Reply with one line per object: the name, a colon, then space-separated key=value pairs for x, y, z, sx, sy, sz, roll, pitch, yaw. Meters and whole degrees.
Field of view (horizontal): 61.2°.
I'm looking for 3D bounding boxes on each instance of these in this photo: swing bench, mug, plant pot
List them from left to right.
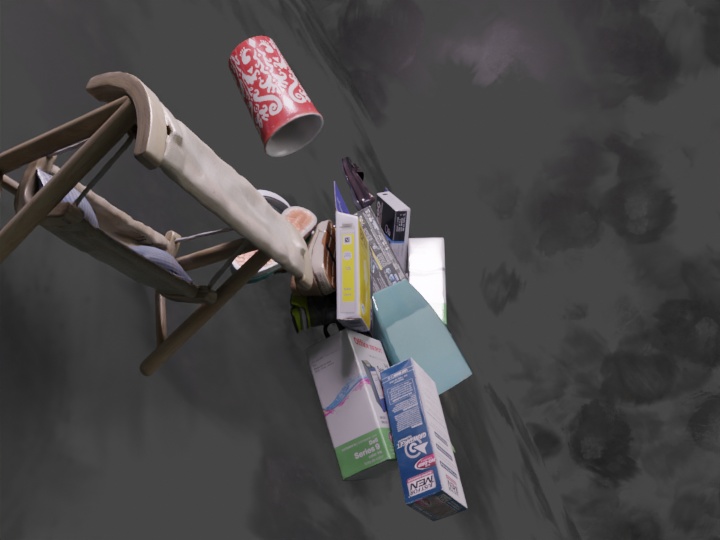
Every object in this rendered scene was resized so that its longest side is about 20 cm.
swing bench: x=-0.174 y=-0.036 z=0.504 sx=0.199 sy=0.197 sz=0.132 roll=44 pitch=22 yaw=-50
mug: x=-0.187 y=-0.342 z=1.237 sx=0.132 sy=0.177 sz=0.203 roll=-20 pitch=76 yaw=-39
plant pot: x=0.074 y=0.133 z=1.091 sx=0.139 sy=0.141 sz=0.204 roll=-21 pitch=82 yaw=-31

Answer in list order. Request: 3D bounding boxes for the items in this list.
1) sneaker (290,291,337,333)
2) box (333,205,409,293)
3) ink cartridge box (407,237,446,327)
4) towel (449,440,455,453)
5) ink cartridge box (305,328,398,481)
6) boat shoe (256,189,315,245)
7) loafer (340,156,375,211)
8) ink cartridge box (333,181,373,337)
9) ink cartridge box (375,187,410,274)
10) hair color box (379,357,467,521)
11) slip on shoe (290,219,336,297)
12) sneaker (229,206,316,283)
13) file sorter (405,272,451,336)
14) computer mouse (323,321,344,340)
sneaker: x=-0.062 y=0.033 z=0.990 sx=0.202 sy=0.078 sz=0.076 roll=-86 pitch=172 yaw=-58
box: x=0.000 y=0.000 z=1.179 sx=0.160 sy=0.049 sz=0.203 roll=-32 pitch=95 yaw=-33
ink cartridge box: x=0.143 y=0.051 z=1.309 sx=0.147 sy=0.081 sz=0.205 roll=76 pitch=15 yaw=-61
towel: x=0.158 y=0.332 z=1.376 sx=0.200 sy=0.030 sz=0.152 roll=44 pitch=25 yaw=-54
ink cartridge box: x=0.004 y=0.206 z=0.936 sx=0.145 sy=0.086 sz=0.204 roll=33 pitch=32 yaw=-62
boat shoe: x=-0.140 y=-0.078 z=1.003 sx=0.067 sy=0.074 sz=0.200 roll=41 pitch=-3 yaw=33
loafer: x=-0.005 y=-0.260 z=1.785 sx=0.072 sy=0.062 sz=0.204 roll=43 pitch=25 yaw=-53
ink cartridge box: x=-0.007 y=-0.009 z=0.954 sx=0.198 sy=0.046 sz=0.206 roll=58 pitch=32 yaw=-75
ink cartridge box: x=0.062 y=-0.072 z=1.419 sx=0.200 sy=0.042 sz=0.204 roll=-122 pitch=-147 yaw=-66
hair color box: x=0.089 y=0.243 z=0.886 sx=0.100 sy=0.059 sz=0.203 roll=47 pitch=23 yaw=-46
slip on shoe: x=-0.065 y=-0.017 z=0.945 sx=0.201 sy=0.059 sz=0.077 roll=-87 pitch=153 yaw=-62
sneaker: x=-0.129 y=-0.021 z=0.903 sx=0.070 sy=0.081 sz=0.200 roll=30 pitch=35 yaw=10
file sorter: x=0.134 y=0.128 z=1.444 sx=0.124 sy=0.136 sz=0.204 roll=43 pitch=24 yaw=-58
computer mouse: x=-0.045 y=0.051 z=1.070 sx=0.034 sy=0.057 sz=0.205 roll=34 pitch=41 yaw=-58
